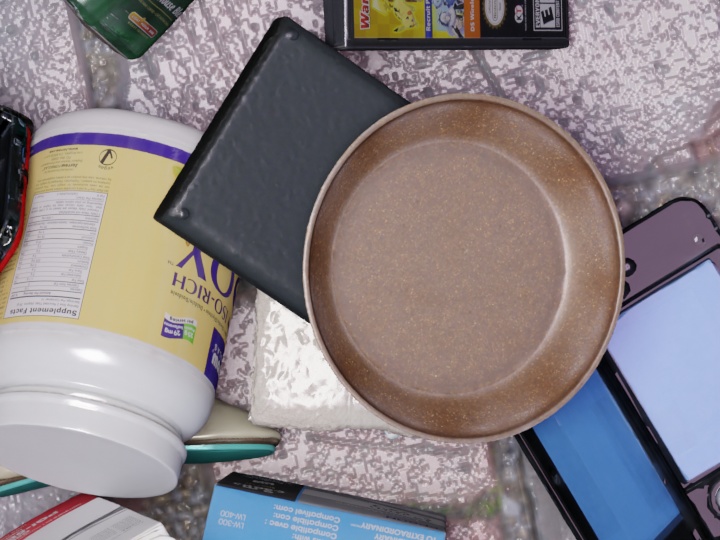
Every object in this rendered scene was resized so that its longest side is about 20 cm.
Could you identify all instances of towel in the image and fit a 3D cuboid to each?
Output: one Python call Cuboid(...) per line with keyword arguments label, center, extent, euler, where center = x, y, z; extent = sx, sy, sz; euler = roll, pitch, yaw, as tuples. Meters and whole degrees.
Cuboid(label="towel", center=(0.000, 0.000, 1.552), extent=(0.131, 0.034, 0.202), euler=(4, 91, 2))

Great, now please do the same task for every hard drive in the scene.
Cuboid(label="hard drive", center=(-0.003, -0.036, 1.493), extent=(0.199, 0.033, 0.140), euler=(34, 81, -17))

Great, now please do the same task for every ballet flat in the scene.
Cuboid(label="ballet flat", center=(-0.151, 0.097, 1.600), extent=(0.198, 0.069, 0.070), euler=(-9, 92, 2))

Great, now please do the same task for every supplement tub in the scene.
Cuboid(label="supplement tub", center=(-0.148, 0.021, 1.523), extent=(0.144, 0.146, 0.201), euler=(10, 68, 1))

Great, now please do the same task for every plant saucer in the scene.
Cuboid(label="plant saucer", center=(0.057, -0.001, 1.478), extent=(0.199, 0.037, 0.202), euler=(0, 91, -18))

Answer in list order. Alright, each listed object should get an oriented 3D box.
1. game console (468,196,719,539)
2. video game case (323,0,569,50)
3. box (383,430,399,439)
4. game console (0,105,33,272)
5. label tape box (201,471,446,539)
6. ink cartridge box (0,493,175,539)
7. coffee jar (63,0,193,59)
Cuboid(label="game console", center=(0.185, 0.081, 1.559), extent=(0.175, 0.116, 0.201), euler=(-31, 92, 3))
Cuboid(label="video game case", center=(0.051, -0.234, 1.541), extent=(0.180, 0.025, 0.202), euler=(-4, 93, -39))
Cuboid(label="box", center=(0.015, -0.003, 1.594), extent=(0.082, 0.049, 0.201), euler=(-22, 92, 2))
Cuboid(label="game console", center=(-0.294, -0.027, 1.536), extent=(0.118, 0.173, 0.200), euler=(25, 124, -22))
Cuboid(label="label tape box", center=(-0.021, 0.168, 1.528), extent=(0.142, 0.200, 0.067), euler=(12, 87, 2))
Cuboid(label="ink cartridge box", center=(-0.142, 0.219, 1.491), extent=(0.083, 0.200, 0.148), euler=(-28, 99, -16))
Cuboid(label="coffee jar", center=(-0.104, -0.229, 1.558), extent=(0.200, 0.104, 0.085), euler=(-44, 65, 4))
